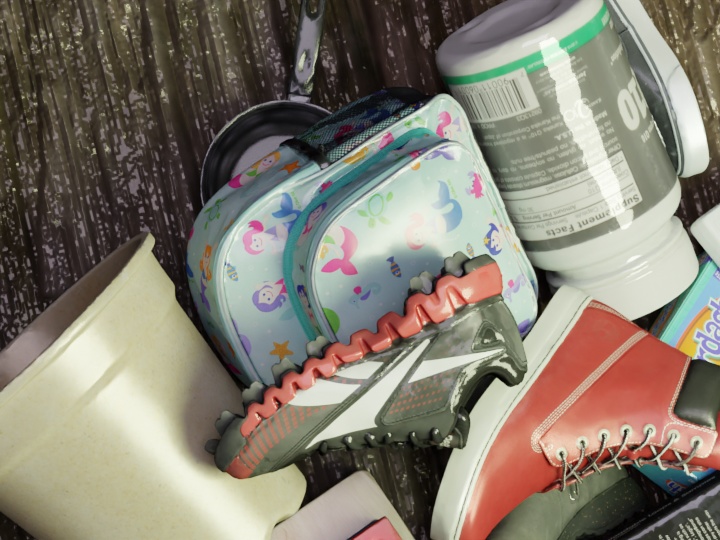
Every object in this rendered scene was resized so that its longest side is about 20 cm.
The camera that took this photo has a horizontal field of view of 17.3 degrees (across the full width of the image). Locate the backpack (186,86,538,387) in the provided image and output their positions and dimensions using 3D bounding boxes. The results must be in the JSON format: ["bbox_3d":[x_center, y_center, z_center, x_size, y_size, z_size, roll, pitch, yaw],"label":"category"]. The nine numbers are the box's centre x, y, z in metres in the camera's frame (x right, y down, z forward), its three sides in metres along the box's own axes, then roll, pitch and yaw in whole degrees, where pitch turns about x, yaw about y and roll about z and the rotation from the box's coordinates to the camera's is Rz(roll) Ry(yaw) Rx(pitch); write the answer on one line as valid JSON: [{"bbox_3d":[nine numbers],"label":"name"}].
[{"bbox_3d":[0.000,0.000,1.464,0.200,0.151,0.178,-27,110,-9],"label":"backpack"}]

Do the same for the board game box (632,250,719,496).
[{"bbox_3d":[0.267,0.101,1.526,0.200,0.045,0.152,38,66,-4],"label":"board game box"}]

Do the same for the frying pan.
[{"bbox_3d":[-0.057,-0.090,1.541,0.115,0.031,0.190,-14,85,-10],"label":"frying pan"}]

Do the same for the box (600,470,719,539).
[{"bbox_3d":[0.219,0.209,1.467,0.200,0.036,0.143,-31,95,3],"label":"box"}]

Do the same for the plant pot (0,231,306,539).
[{"bbox_3d":[-0.139,0.110,1.435,0.200,0.200,0.184,-45,99,-11],"label":"plant pot"}]

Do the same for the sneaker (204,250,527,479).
[{"bbox_3d":[0.010,0.075,1.358,0.200,0.071,0.098,-31,84,-1],"label":"sneaker"}]

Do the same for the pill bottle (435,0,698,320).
[{"bbox_3d":[0.135,-0.071,1.499,0.113,0.113,0.200,-28,109,-10],"label":"pill bottle"}]

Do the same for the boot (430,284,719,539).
[{"bbox_3d":[0.140,0.111,1.414,0.144,0.072,0.200,28,57,15],"label":"boot"}]

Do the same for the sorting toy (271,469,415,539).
[{"bbox_3d":[-0.020,0.259,1.475,0.199,0.070,0.200,-34,87,-10],"label":"sorting toy"}]

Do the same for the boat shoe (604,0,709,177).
[{"bbox_3d":[0.160,-0.143,1.559,0.068,0.072,0.200,-25,82,-12],"label":"boat shoe"}]

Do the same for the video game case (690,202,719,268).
[{"bbox_3d":[0.338,0.004,1.550,0.182,0.023,0.200,-34,84,-30],"label":"video game case"}]

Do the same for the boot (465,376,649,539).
[{"bbox_3d":[0.086,0.131,1.486,0.200,0.068,0.131,-26,83,-44],"label":"boot"}]
